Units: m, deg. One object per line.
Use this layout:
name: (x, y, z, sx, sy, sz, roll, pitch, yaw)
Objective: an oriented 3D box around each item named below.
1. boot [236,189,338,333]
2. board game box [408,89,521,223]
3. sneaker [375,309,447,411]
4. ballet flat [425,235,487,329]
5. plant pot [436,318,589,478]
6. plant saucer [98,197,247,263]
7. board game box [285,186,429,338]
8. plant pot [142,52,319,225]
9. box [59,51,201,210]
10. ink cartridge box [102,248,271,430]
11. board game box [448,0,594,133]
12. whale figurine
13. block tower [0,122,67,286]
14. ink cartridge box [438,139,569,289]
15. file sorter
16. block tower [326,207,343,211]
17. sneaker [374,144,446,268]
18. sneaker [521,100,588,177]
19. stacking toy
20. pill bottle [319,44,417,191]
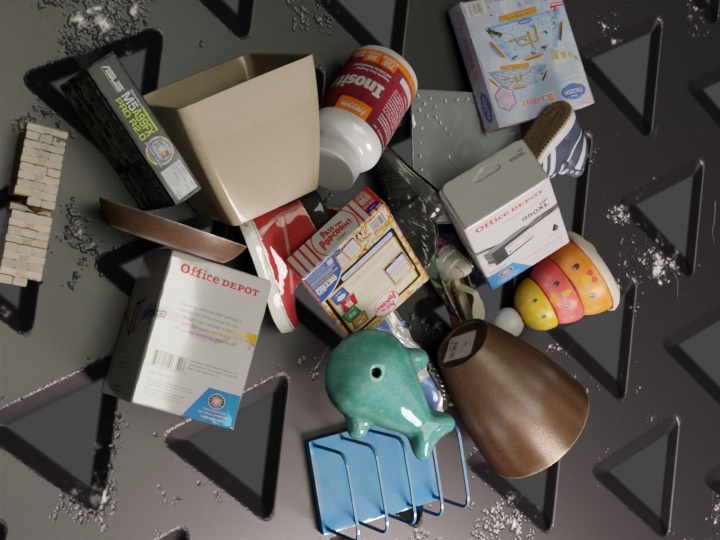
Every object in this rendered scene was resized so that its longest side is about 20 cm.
boot: (-0.078, -0.011, 1.630, 0.143, 0.073, 0.201, -23, 130, -11)
board game box: (0.161, -0.173, 1.825, 0.198, 0.026, 0.202, -1, 90, -28)
sneaker: (0.055, 0.135, 1.749, 0.077, 0.076, 0.201, -38, 96, -15)
ballet flat: (0.150, 0.026, 1.792, 0.069, 0.071, 0.202, -31, 103, -30)
plant pot: (0.205, 0.171, 1.743, 0.200, 0.186, 0.187, 46, 70, -26)
plant saucer: (-0.245, -0.048, 1.520, 0.199, 0.200, 0.035, 19, 88, -26)
board game box: (0.000, 0.000, 1.632, 0.151, 0.046, 0.200, -42, 143, -6)
plant pot: (-0.163, -0.172, 1.574, 0.199, 0.199, 0.179, -27, 111, -24)
box: (-0.297, -0.173, 1.515, 0.044, 0.160, 0.201, -37, 105, -20)
ink cartridge box: (-0.229, 0.088, 1.555, 0.146, 0.144, 0.202, 20, 81, -25)
board game box: (0.253, -0.333, 1.846, 0.198, 0.041, 0.202, -16, 89, -29)
whale figurine: (0.042, 0.170, 1.627, 0.200, 0.104, 0.159, 44, 77, 2)
block tower: (-0.420, -0.081, 1.502, 0.054, 0.058, 0.202, 12, 86, -25)
ink cartridge box: (0.214, -0.078, 1.737, 0.144, 0.085, 0.200, -32, 148, 2)
file sorter: (0.044, 0.298, 1.708, 0.198, 0.122, 0.140, -11, 95, -27)
block tower: (-0.067, -0.064, 1.691, 0.198, 0.054, 0.059, 0, 90, -28)
sneaker: (0.053, -0.103, 1.743, 0.200, 0.060, 0.104, 42, 99, 2)
sneaker: (0.275, -0.157, 1.831, 0.200, 0.070, 0.108, -48, 137, -1)
stacking toy: (0.293, 0.047, 1.853, 0.199, 0.146, 0.147, -35, 105, -6)
pill bottle: (-0.005, -0.213, 1.667, 0.113, 0.113, 0.201, 41, 56, -21)
